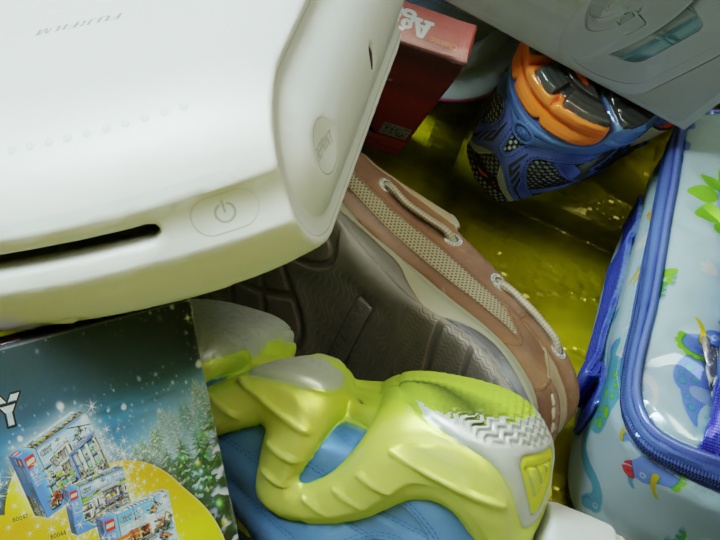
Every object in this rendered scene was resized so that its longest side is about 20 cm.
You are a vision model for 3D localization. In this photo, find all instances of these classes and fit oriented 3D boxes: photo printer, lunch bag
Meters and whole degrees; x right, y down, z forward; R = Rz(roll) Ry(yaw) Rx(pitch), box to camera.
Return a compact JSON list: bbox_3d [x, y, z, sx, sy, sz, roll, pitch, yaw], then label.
[{"bbox_3d":[-0.077,-0.051,0.710,0.165,0.070,0.200,-9,27,16],"label":"photo printer"},{"bbox_3d":[0.165,0.036,0.845,0.160,0.083,0.200,22,44,-1],"label":"lunch bag"}]

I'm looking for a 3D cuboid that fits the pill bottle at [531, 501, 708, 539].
[{"bbox_3d":[0.131,0.154,0.700,0.199,0.117,0.117,24,45,-4],"label":"pill bottle"}]

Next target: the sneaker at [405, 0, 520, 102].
[{"bbox_3d":[0.061,-0.171,0.920,0.081,0.088,0.201,14,66,22],"label":"sneaker"}]

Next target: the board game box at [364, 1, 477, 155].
[{"bbox_3d":[-0.064,-0.099,0.845,0.199,0.103,0.020,18,69,-8],"label":"board game box"}]

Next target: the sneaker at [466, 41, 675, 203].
[{"bbox_3d":[0.104,-0.082,0.925,0.075,0.078,0.200,54,38,9],"label":"sneaker"}]

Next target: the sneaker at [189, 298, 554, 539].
[{"bbox_3d":[-0.033,0.072,0.726,0.199,0.106,0.076,16,11,37],"label":"sneaker"}]

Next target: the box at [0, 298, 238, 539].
[{"bbox_3d":[-0.126,0.097,0.638,0.199,0.038,0.137,-15,95,-34],"label":"box"}]

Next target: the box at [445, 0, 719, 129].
[{"bbox_3d":[0.088,-0.187,0.838,0.176,0.097,0.201,24,53,-20],"label":"box"}]

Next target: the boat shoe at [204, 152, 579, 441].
[{"bbox_3d":[0.000,0.000,0.814,0.200,0.076,0.072,48,35,20],"label":"boat shoe"}]
